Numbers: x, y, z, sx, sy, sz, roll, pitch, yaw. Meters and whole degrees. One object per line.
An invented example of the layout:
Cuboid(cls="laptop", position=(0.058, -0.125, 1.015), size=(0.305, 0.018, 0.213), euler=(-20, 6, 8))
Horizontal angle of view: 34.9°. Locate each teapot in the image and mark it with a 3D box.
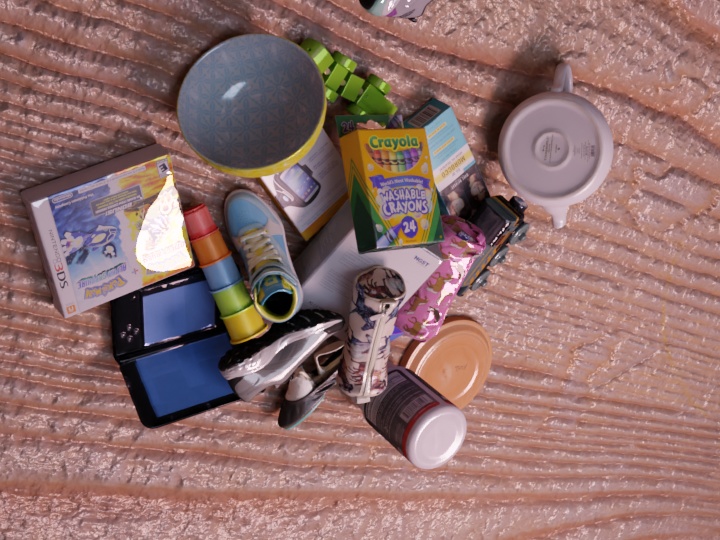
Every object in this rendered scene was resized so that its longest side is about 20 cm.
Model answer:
Cuboid(cls="teapot", position=(0.322, -0.201, 1.864), size=(0.200, 0.198, 0.146), euler=(-44, 172, 18))

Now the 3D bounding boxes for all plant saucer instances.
Cuboid(cls="plant saucer", position=(0.153, 0.177, 2.017), size=(0.200, 0.032, 0.201), euler=(-17, 123, -28))

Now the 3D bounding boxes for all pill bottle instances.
Cuboid(cls="pill bottle", position=(0.072, 0.227, 1.873), size=(0.115, 0.200, 0.116), euler=(-16, 121, -28))

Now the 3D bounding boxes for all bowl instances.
Cuboid(cls="bowl", position=(-0.136, -0.202, 1.531), size=(0.200, 0.200, 0.108), euler=(-43, 160, -8))

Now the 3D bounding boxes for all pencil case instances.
Cuboid(cls="pencil case", position=(0.015, 0.097, 1.689), size=(0.077, 0.090, 0.201), euler=(8, 123, -4))
Cuboid(cls="pencil case", position=(0.119, 0.013, 1.796), size=(0.083, 0.087, 0.201), euler=(15, 114, -30))

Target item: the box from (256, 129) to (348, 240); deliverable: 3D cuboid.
Cuboid(cls="box", position=(-0.091, -0.152, 1.665), size=(0.119, 0.041, 0.200), euler=(-42, 128, -9))

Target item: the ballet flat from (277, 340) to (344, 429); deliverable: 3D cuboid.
Cuboid(cls="ballet flat", position=(-0.067, 0.168, 1.833), size=(0.200, 0.068, 0.068), euler=(-40, 115, -5))

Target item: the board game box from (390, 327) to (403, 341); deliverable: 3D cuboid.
Cuboid(cls="board game box", position=(0.044, 0.014, 1.844), size=(0.134, 0.045, 0.201), euler=(-28, 127, -20))

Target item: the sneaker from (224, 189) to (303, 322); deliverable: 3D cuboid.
Cuboid(cls="sneaker", position=(-0.134, -0.018, 1.607), size=(0.079, 0.131, 0.201), euler=(-25, 99, 1))

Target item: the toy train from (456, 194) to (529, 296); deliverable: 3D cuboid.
Cuboid(cls="toy train", position=(0.192, -0.039, 1.859), size=(0.200, 0.085, 0.114), euler=(-52, 160, 23))

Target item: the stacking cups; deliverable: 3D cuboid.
Cuboid(cls="stacking cups", position=(-0.201, 0.005, 1.620), size=(0.060, 0.060, 0.201), euler=(-30, 101, -19))

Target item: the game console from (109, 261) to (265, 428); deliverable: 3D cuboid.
Cuboid(cls="game console", position=(-0.241, 0.102, 1.637), size=(0.199, 0.119, 0.173), euler=(-16, 128, -29))

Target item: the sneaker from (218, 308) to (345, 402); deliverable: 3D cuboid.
Cuboid(cls="sneaker", position=(-0.109, 0.119, 1.665), size=(0.200, 0.074, 0.080), euler=(-29, 114, -18))

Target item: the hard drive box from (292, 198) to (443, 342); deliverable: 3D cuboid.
Cuboid(cls="hard drive box", position=(0.000, 0.000, 1.723), size=(0.156, 0.077, 0.200), euler=(32, 113, -27))

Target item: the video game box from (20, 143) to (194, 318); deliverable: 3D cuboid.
Cuboid(cls="video game box", position=(-0.335, -0.053, 1.541), size=(0.199, 0.047, 0.183), euler=(-24, 128, -23))

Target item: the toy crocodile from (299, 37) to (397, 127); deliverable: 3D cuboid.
Cuboid(cls="toy crocodile", position=(-0.018, -0.266, 1.648), size=(0.200, 0.062, 0.068), euler=(27, 98, -45))

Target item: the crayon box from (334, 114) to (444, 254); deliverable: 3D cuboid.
Cuboid(cls="crayon box", position=(0.042, -0.130, 1.627), size=(0.125, 0.052, 0.201), euler=(-7, 84, -36))

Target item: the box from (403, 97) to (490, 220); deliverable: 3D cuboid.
Cuboid(cls="box", position=(0.134, -0.167, 1.808), size=(0.082, 0.049, 0.200), euler=(-40, 130, -11))

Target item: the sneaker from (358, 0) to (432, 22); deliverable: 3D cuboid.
Cuboid(cls="sneaker", position=(0.088, -0.447, 1.617), size=(0.139, 0.078, 0.201), euler=(5, 120, -39))
